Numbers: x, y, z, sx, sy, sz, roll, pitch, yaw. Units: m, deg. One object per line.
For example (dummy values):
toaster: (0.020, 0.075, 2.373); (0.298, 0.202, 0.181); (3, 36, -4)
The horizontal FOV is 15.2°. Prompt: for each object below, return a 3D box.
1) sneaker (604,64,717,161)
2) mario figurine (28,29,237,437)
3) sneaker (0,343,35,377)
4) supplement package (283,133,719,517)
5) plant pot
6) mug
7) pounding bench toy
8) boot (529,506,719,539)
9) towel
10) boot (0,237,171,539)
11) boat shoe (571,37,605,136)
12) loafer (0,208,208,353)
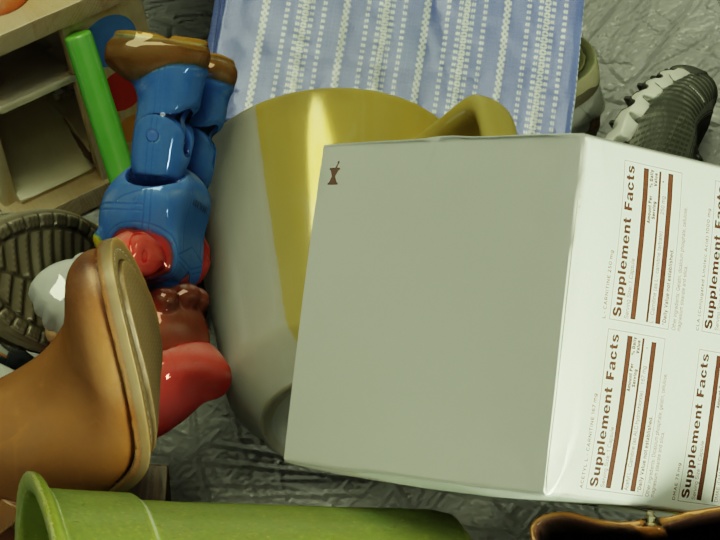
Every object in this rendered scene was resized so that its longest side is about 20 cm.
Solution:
sneaker: (0.158, -0.034, 1.430); (0.090, 0.067, 0.200); (27, 46, 14)
mario figurine: (-0.118, -0.012, 1.307); (0.106, 0.123, 0.202); (-4, 76, 51)
sneaker: (-0.193, 0.071, 1.379); (0.079, 0.079, 0.200); (-55, 29, 1)
supplement package: (0.106, 0.030, 1.182); (0.199, 0.148, 0.191); (10, -5, -35)
plant pot: (-0.043, 0.175, 1.175); (0.188, 0.201, 0.201); (-7, 42, -14)
mug: (-0.009, 0.003, 1.346); (0.148, 0.187, 0.154); (5, 51, -10)
pounding bench toy: (-0.161, -0.111, 1.499); (0.124, 0.157, 0.200); (-25, 45, -16)
boot: (0.172, 0.130, 1.145); (0.187, 0.200, 0.069); (-1, 63, 8)
towel: (0.018, -0.121, 1.440); (0.198, 0.024, 0.146); (8, 66, 0)
boot: (-0.166, 0.067, 1.225); (0.154, 0.201, 0.077); (1, 48, 0)
boat shoe: (0.042, -0.059, 1.470); (0.199, 0.069, 0.075); (-21, 44, -5)
loafer: (-0.153, 0.010, 1.384); (0.068, 0.200, 0.076); (-5, 83, 30)
